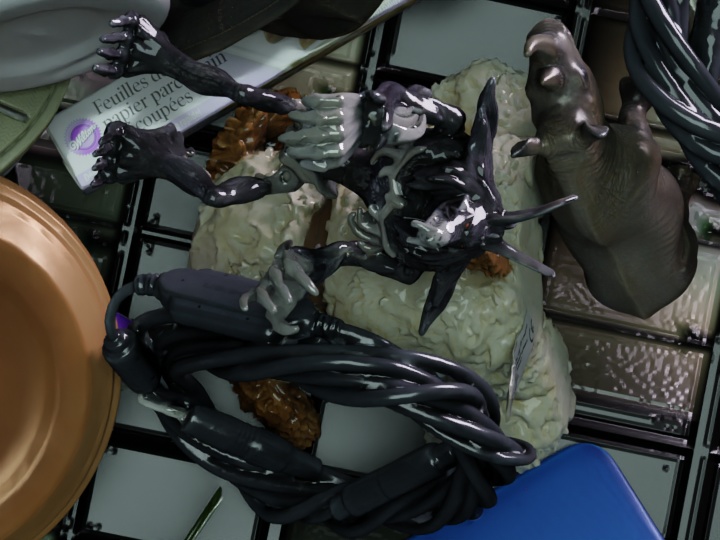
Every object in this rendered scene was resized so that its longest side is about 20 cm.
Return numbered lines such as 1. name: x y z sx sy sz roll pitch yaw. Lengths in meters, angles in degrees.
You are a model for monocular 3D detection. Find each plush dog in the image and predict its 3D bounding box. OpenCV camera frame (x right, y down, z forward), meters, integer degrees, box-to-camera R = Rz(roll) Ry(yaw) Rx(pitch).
1. plush dog: 0.000 0.000 1.164 0.171 0.160 0.202 -3 88 20

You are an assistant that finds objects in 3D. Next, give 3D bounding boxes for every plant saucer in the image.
1. plant saucer: -0.199 0.052 1.102 0.199 0.037 0.202 -5 106 -19

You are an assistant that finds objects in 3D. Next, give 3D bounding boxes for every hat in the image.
1. hat: -0.028 -0.153 1.140 0.081 0.200 0.201 35 85 -34

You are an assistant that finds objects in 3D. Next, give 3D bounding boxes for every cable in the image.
1. cable: 0.215 -0.112 1.124 0.200 0.051 0.163 -37 82 -13
2. cable: -0.017 0.072 1.113 0.199 0.164 0.051 12 54 19

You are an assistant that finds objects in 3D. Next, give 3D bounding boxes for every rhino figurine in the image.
1. rhino figurine: 0.110 -0.048 1.137 0.059 0.200 0.088 -6 60 21

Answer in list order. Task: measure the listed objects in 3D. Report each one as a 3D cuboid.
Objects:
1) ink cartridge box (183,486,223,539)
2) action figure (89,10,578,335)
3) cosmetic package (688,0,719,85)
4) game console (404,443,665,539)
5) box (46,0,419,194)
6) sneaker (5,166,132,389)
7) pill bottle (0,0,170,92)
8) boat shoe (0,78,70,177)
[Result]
1. ink cartridge box: -0.148 0.163 1.135 0.076 0.148 0.201 35 85 0
2. action figure: -0.017 -0.034 1.027 0.199 0.102 0.120 19 118 12
3. cosmetic package: 0.186 -0.147 1.197 0.103 0.087 0.201 -28 88 -6
4. game console: 0.079 0.215 1.209 0.199 0.118 0.171 -29 120 -4
5. box: -0.058 -0.103 1.205 0.199 0.041 0.039 -31 89 -5
6. sneaker: -0.177 -0.017 1.181 0.199 0.070 0.100 25 72 -7
7. pill bottle: -0.162 -0.190 1.088 0.119 0.120 0.201 -15 77 -4
8. boat shoe: -0.163 -0.105 1.163 0.074 0.068 0.201 30 69 -4
